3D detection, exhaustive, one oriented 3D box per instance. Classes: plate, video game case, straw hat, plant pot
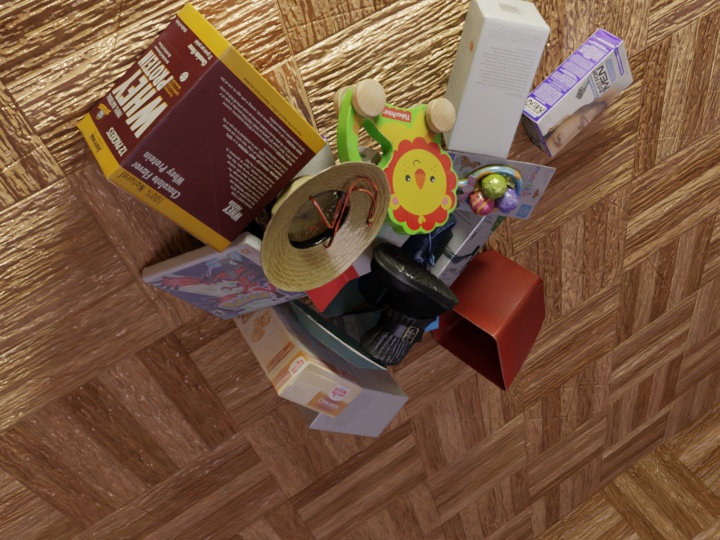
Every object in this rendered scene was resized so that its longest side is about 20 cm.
[{"bbox_3d":[0.000,0.000,1.233,0.200,0.026,0.201,-37,158,-17],"label":"plate"},{"bbox_3d":[-0.185,0.015,1.058,0.199,0.023,0.182,-16,150,28],"label":"video game case"},{"bbox_3d":[-0.064,-0.076,0.933,0.200,0.085,0.202,-28,142,-24],"label":"straw hat"},{"bbox_3d":[0.260,0.080,1.441,0.176,0.200,0.200,-43,142,-18],"label":"plant pot"},{"bbox_3d":[-0.042,0.108,1.153,0.026,0.200,0.200,-54,140,-2],"label":"plate"}]

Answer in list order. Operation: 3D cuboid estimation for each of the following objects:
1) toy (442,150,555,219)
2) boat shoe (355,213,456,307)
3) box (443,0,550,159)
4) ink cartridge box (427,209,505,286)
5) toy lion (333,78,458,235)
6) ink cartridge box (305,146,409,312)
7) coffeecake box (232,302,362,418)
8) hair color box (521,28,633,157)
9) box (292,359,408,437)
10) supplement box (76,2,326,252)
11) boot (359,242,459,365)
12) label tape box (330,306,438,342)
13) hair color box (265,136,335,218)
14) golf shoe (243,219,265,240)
[{"bbox_3d":[0.190,-0.119,1.115,0.198,0.047,0.116,10,140,-8],"label":"toy"},{"bbox_3d":[0.085,-0.016,1.176,0.200,0.069,0.084,-42,163,21],"label":"boat shoe"},{"bbox_3d":[0.192,-0.287,1.065,0.097,0.125,0.201,9,126,-7],"label":"box"},{"bbox_3d":[0.160,-0.056,1.268,0.200,0.083,0.146,-53,163,13],"label":"ink cartridge box"},{"bbox_3d":[0.055,-0.147,0.997,0.199,0.068,0.194,5,89,-35],"label":"toy lion"},{"bbox_3d":[-0.016,-0.052,1.044,0.200,0.050,0.161,-52,136,-20],"label":"ink cartridge box"},{"bbox_3d":[-0.107,0.129,1.170,0.073,0.200,0.153,-46,140,7],"label":"coffeecake box"},{"bbox_3d":[0.377,-0.309,1.264,0.200,0.065,0.109,-42,141,4],"label":"hair color box"},{"bbox_3d":[-0.035,0.212,1.340,0.199,0.152,0.107,23,110,-47],"label":"box"},{"bbox_3d":[-0.191,-0.168,0.884,0.200,0.133,0.197,-45,140,5],"label":"supplement box"},{"bbox_3d":[0.046,0.061,1.101,0.158,0.080,0.211,-43,136,13],"label":"boot"},{"bbox_3d":[0.057,0.090,1.278,0.143,0.200,0.064,-11,89,-30],"label":"label tape box"},{"bbox_3d":[-0.077,-0.095,1.063,0.109,0.065,0.201,-44,138,-21],"label":"hair color box"},{"bbox_3d":[-0.162,-0.028,1.069,0.072,0.092,0.200,-39,142,-5],"label":"golf shoe"}]
